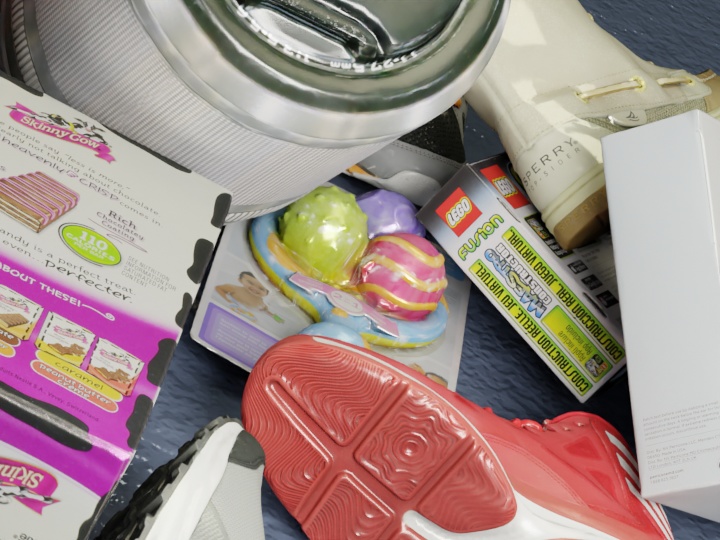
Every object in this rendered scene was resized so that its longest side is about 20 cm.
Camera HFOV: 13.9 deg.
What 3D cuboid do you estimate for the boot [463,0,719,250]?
[{"bbox_3d":[0.090,-0.098,1.304,0.155,0.072,0.200,52,26,5],"label":"boot"}]

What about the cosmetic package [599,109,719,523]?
[{"bbox_3d":[0.173,0.033,1.222,0.200,0.052,0.151,22,60,-54],"label":"cosmetic package"}]

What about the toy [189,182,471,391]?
[{"bbox_3d":[0.000,0.000,1.238,0.115,0.047,0.200,29,27,-7],"label":"toy"}]

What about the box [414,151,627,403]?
[{"bbox_3d":[0.106,-0.009,1.324,0.110,0.035,0.200,49,22,9],"label":"box"}]

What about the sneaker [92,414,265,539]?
[{"bbox_3d":[-0.057,0.124,0.956,0.079,0.074,0.200,34,32,-14],"label":"sneaker"}]

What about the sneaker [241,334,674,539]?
[{"bbox_3d":[0.040,0.080,1.137,0.200,0.078,0.116,39,17,-12],"label":"sneaker"}]

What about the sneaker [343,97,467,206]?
[{"bbox_3d":[0.021,-0.099,1.396,0.078,0.077,0.200,23,29,-19],"label":"sneaker"}]

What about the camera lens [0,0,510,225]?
[{"bbox_3d":[-0.045,-0.108,1.159,0.160,0.200,0.160,7,74,-24],"label":"camera lens"}]

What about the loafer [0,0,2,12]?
[{"bbox_3d":[-0.179,-0.147,1.269,0.063,0.072,0.200,-28,81,-29],"label":"loafer"}]

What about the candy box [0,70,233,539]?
[{"bbox_3d":[-0.130,0.006,1.018,0.136,0.061,0.200,28,28,-6],"label":"candy box"}]
